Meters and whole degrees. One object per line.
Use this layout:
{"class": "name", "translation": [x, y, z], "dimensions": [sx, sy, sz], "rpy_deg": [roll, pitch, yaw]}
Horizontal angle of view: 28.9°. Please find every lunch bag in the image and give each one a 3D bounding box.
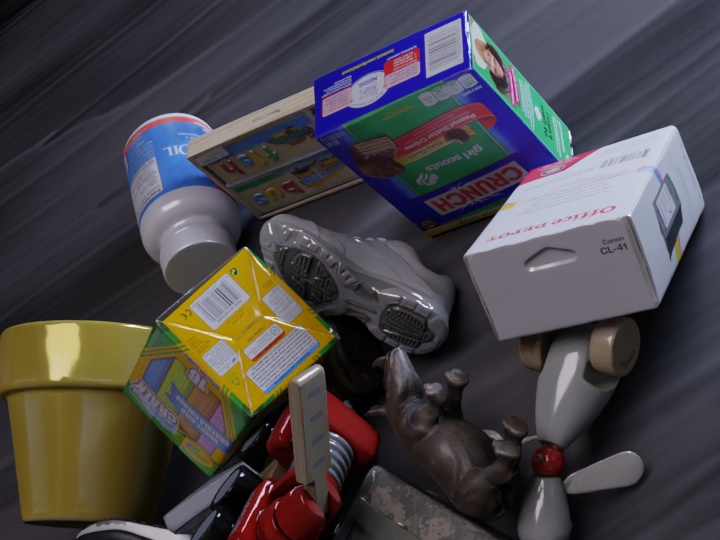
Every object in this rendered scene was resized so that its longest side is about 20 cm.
{"class": "lunch bag", "translation": [0.041, 0.286, 1.121], "dimensions": [0.164, 0.117, 0.201], "rpy_deg": [26, 86, 47]}

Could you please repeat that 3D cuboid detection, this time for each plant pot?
{"class": "plant pot", "translation": [-0.269, 0.161, 1.405], "dimensions": [0.200, 0.200, 0.190], "rpy_deg": [-8, 72, 35]}

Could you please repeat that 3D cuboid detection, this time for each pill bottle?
{"class": "pill bottle", "translation": [-0.192, -0.071, 1.539], "dimensions": [0.112, 0.112, 0.200], "rpy_deg": [-35, 47, 16]}

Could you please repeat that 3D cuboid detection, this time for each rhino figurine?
{"class": "rhino figurine", "translation": [0.063, 0.129, 1.143], "dimensions": [0.200, 0.060, 0.088], "rpy_deg": [40, 128, 43]}

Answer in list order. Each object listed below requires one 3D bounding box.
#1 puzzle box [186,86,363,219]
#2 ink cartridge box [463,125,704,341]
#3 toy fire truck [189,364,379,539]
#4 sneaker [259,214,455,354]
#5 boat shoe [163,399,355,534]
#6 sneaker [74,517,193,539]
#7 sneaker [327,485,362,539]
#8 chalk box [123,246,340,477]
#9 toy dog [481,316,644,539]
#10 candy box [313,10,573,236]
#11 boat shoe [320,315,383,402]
{"class": "puzzle box", "translation": [-0.065, -0.123, 1.456], "dimensions": [0.199, 0.133, 0.026], "rpy_deg": [-19, 51, 29]}
{"class": "ink cartridge box", "translation": [0.190, -0.033, 1.159], "dimensions": [0.147, 0.086, 0.200], "rpy_deg": [-15, 19, 30]}
{"class": "toy fire truck", "translation": [-0.043, 0.151, 1.122], "dimensions": [0.200, 0.129, 0.176], "rpy_deg": [-44, 11, 38]}
{"class": "sneaker", "translation": [0.000, 0.000, 1.318], "dimensions": [0.078, 0.199, 0.099], "rpy_deg": [-60, 0, 39]}
{"class": "boat shoe", "translation": [-0.077, 0.205, 1.280], "dimensions": [0.201, 0.075, 0.086], "rpy_deg": [-30, 88, -11]}
{"class": "sneaker", "translation": [-0.192, 0.289, 1.297], "dimensions": [0.199, 0.076, 0.088], "rpy_deg": [0, 51, 23]}
{"class": "sneaker", "translation": [-0.045, 0.266, 1.232], "dimensions": [0.090, 0.070, 0.201], "rpy_deg": [21, 78, 43]}
{"class": "chalk box", "translation": [-0.128, 0.097, 1.294], "dimensions": [0.124, 0.124, 0.200], "rpy_deg": [-43, -7, -33]}
{"class": "toy dog", "translation": [0.178, 0.126, 1.151], "dimensions": [0.132, 0.096, 0.201], "rpy_deg": [35, 102, 43]}
{"class": "candy box", "translation": [0.080, -0.128, 1.294], "dimensions": [0.169, 0.200, 0.077], "rpy_deg": [-21, 53, 29]}
{"class": "boat shoe", "translation": [-0.039, 0.048, 1.367], "dimensions": [0.074, 0.075, 0.201], "rpy_deg": [-42, 42, 29]}
